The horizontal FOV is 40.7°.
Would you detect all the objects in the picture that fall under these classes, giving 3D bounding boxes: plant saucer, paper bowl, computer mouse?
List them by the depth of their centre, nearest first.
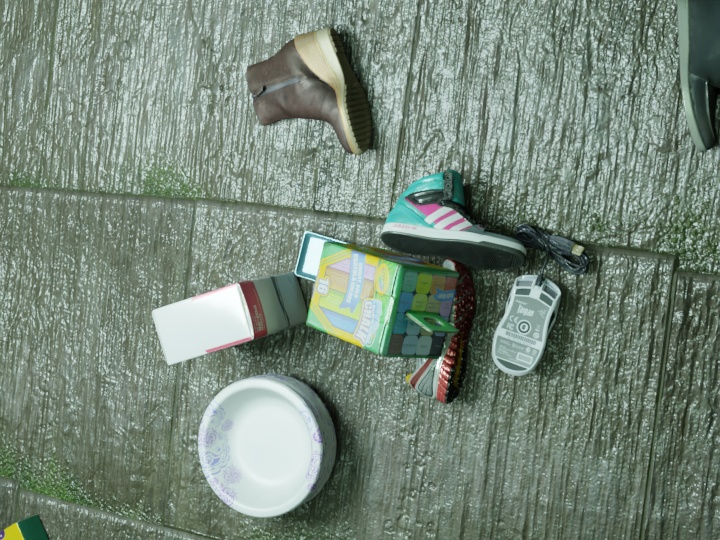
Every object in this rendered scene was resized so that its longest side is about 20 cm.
[{"bbox_3d":[0.234,0.045,1.328,0.109,0.044,0.201,20,92,15],"label":"computer mouse"},{"bbox_3d":[0.000,0.000,1.429,0.199,0.019,0.070,17,96,21],"label":"plant saucer"},{"bbox_3d":[-0.130,0.254,1.434,0.199,0.104,0.202,0,90,21],"label":"paper bowl"}]

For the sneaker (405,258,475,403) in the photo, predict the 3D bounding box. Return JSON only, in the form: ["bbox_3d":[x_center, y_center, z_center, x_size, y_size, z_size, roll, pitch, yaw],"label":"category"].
[{"bbox_3d":[0.107,0.080,1.357,0.082,0.078,0.202,12,92,25],"label":"sneaker"}]

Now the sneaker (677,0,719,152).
[{"bbox_3d":[0.459,-0.254,1.219,0.105,0.075,0.202,-4,88,23],"label":"sneaker"}]

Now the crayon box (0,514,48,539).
[{"bbox_3d":[-0.595,0.538,1.639,0.199,0.058,0.173,-32,81,18],"label":"crayon box"}]

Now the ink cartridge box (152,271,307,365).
[{"bbox_3d":[-0.181,0.066,1.402,0.146,0.200,0.083,-18,88,20],"label":"ink cartridge box"}]

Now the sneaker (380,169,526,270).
[{"bbox_3d":[0.137,-0.075,1.332,0.198,0.084,0.121,12,65,12],"label":"sneaker"}]

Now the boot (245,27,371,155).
[{"bbox_3d":[-0.078,-0.244,1.443,0.166,0.072,0.201,-20,84,32],"label":"boot"}]

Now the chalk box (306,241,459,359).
[{"bbox_3d":[0.044,0.043,1.300,0.199,0.124,0.125,17,96,44],"label":"chalk box"}]
